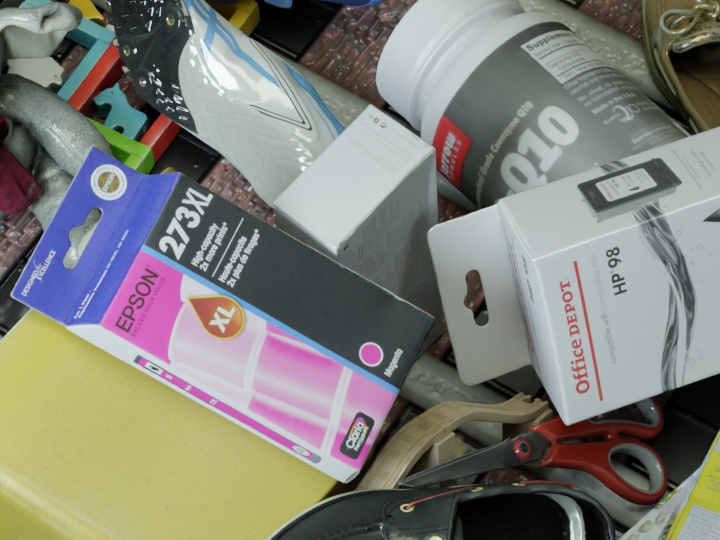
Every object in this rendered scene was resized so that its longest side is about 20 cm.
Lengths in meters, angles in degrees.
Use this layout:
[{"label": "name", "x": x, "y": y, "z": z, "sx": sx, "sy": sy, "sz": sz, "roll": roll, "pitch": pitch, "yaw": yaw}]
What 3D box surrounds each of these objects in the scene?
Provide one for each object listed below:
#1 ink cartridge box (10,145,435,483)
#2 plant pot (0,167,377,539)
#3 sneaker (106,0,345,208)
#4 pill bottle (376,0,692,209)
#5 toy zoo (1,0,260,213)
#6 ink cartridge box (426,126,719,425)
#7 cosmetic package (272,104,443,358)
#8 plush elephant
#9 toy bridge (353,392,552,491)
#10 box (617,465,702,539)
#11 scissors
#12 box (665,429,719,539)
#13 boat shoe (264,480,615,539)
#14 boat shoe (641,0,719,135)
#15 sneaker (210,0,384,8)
[{"label": "ink cartridge box", "x": -0.069, "y": 0.019, "z": 1.527, "sx": 0.199, "sy": 0.037, "sz": 0.095, "roll": 29, "pitch": 69, "yaw": -4}, {"label": "plant pot", "x": -0.104, "y": 0.104, "z": 1.605, "sx": 0.176, "sy": 0.200, "sz": 0.200, "roll": 39, "pitch": 68, "yaw": 10}, {"label": "sneaker", "x": -0.074, "y": -0.110, "z": 1.784, "sx": 0.200, "sy": 0.072, "sz": 0.072, "roll": 47, "pitch": 35, "yaw": 11}, {"label": "pill bottle", "x": 0.108, "y": -0.076, "z": 1.731, "sx": 0.114, "sy": 0.114, "sz": 0.200, "roll": -38, "pitch": 64, "yaw": -18}, {"label": "toy zoo", "x": -0.152, "y": -0.135, "z": 1.836, "sx": 0.131, "sy": 0.021, "sz": 0.200, "roll": 27, "pitch": 65, "yaw": 17}, {"label": "ink cartridge box", "x": 0.146, "y": 0.006, "z": 1.616, "sx": 0.199, "sy": 0.116, "sz": 0.067, "roll": -19, "pitch": 35, "yaw": -6}, {"label": "cosmetic package", "x": 0.000, "y": 0.000, "z": 1.643, "sx": 0.051, "sy": 0.200, "sz": 0.083, "roll": 34, "pitch": 66, "yaw": 20}, {"label": "plush elephant", "x": -0.230, "y": -0.087, "z": 1.714, "sx": 0.164, "sy": 0.155, "sz": 0.201, "roll": -10, "pitch": 67, "yaw": 5}, {"label": "toy bridge", "x": 0.036, "y": 0.111, "z": 1.607, "sx": 0.027, "sy": 0.068, "sz": 0.200, "roll": 19, "pitch": 34, "yaw": 35}, {"label": "box", "x": 0.190, "y": 0.189, "z": 1.587, "sx": 0.137, "sy": 0.039, "sz": 0.200, "roll": 38, "pitch": 54, "yaw": 23}, {"label": "scissors", "x": 0.093, "y": 0.091, "z": 1.631, "sx": 0.199, "sy": 0.014, "sz": 0.074, "roll": 5, "pitch": 64, "yaw": -35}, {"label": "box", "x": 0.239, "y": 0.121, "z": 1.597, "sx": 0.117, "sy": 0.049, "sz": 0.200, "roll": 23, "pitch": 49, "yaw": 11}, {"label": "boat shoe", "x": 0.035, "y": 0.146, "z": 1.529, "sx": 0.200, "sy": 0.063, "sz": 0.074, "roll": -9, "pitch": 92, "yaw": -25}, {"label": "boat shoe", "x": 0.217, "y": -0.113, "z": 1.775, "sx": 0.073, "sy": 0.063, "sz": 0.201, "roll": -15, "pitch": 59, "yaw": -5}, {"label": "sneaker", "x": -0.072, "y": -0.194, "z": 1.817, "sx": 0.199, "sy": 0.074, "sz": 0.082, "roll": 19, "pitch": 57, "yaw": 16}]
